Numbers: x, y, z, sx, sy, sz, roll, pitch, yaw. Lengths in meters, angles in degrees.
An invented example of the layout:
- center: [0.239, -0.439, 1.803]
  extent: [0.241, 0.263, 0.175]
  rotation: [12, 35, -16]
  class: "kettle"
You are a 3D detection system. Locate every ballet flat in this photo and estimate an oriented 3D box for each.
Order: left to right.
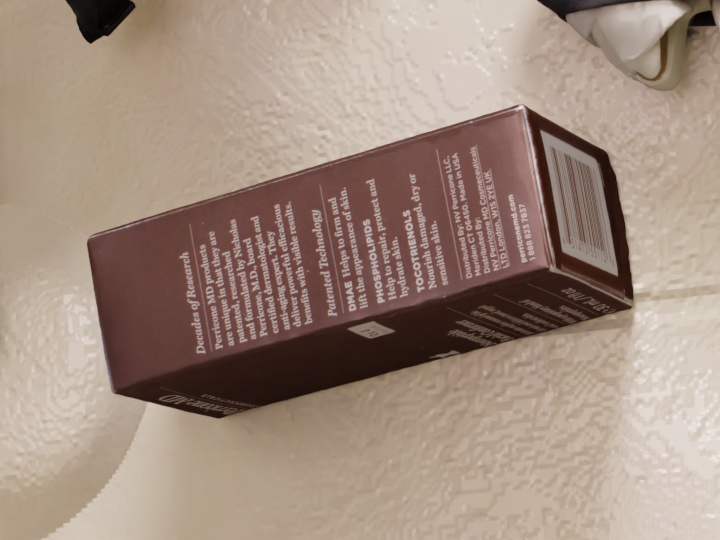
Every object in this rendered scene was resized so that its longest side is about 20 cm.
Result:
- center: [0.141, -0.105, 1.161]
  extent: [0.199, 0.073, 0.073]
  rotation: [3, 83, 23]
  class: "ballet flat"

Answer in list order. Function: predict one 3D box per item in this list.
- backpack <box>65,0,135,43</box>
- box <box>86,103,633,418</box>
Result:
- center: [-0.139, -0.232, 1.243]
  extent: [0.200, 0.190, 0.154]
  rotation: [-55, 48, 7]
  class: "backpack"
- center: [0.000, 0.000, 1.189]
  extent: [0.199, 0.100, 0.075]
  rotation: [-15, 76, 23]
  class: "box"
